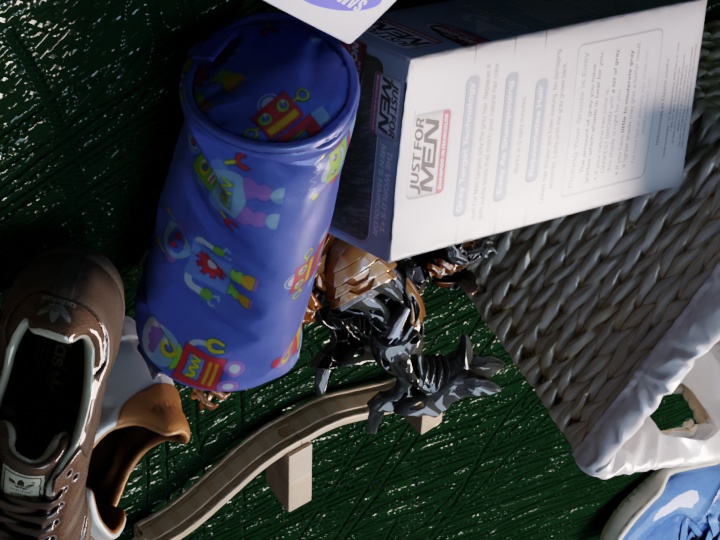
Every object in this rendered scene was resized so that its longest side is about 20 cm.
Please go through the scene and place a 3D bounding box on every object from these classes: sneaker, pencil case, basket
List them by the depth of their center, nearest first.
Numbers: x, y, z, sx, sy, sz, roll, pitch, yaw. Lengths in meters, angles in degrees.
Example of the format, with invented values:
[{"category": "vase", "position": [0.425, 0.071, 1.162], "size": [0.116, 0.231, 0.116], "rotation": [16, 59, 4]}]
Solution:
[{"category": "pencil case", "position": [-0.054, -0.027, 1.273], "size": [0.078, 0.087, 0.200], "rotation": [-51, 166, -36]}, {"category": "sneaker", "position": [-0.155, 0.088, 1.284], "size": [0.076, 0.070, 0.201], "rotation": [-71, 173, -68]}, {"category": "sneaker", "position": [-0.169, 0.112, 1.359], "size": [0.200, 0.085, 0.073], "rotation": [-40, 157, 8]}, {"category": "basket", "position": [0.188, -0.018, 1.516], "size": [0.198, 0.161, 0.200], "rotation": [-6, 141, -49]}, {"category": "sneaker", "position": [0.276, 0.177, 2.026], "size": [0.199, 0.111, 0.077], "rotation": [-27, 153, -22]}]

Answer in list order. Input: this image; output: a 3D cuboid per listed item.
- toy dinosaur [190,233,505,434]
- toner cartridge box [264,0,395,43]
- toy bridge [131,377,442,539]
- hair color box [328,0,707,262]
[{"category": "toy dinosaur", "position": [0.000, 0.000, 1.409], "size": [0.199, 0.102, 0.136], "rotation": [-23, 130, 0]}, {"category": "toner cartridge box", "position": [-0.027, -0.158, 1.128], "size": [0.095, 0.043, 0.200], "rotation": [-43, 155, 14]}, {"category": "toy bridge", "position": [-0.041, 0.106, 1.583], "size": [0.200, 0.027, 0.067], "rotation": [-28, 151, -20]}, {"category": "hair color box", "position": [0.071, -0.076, 1.339], "size": [0.200, 0.061, 0.099], "rotation": [-15, 120, -40]}]
